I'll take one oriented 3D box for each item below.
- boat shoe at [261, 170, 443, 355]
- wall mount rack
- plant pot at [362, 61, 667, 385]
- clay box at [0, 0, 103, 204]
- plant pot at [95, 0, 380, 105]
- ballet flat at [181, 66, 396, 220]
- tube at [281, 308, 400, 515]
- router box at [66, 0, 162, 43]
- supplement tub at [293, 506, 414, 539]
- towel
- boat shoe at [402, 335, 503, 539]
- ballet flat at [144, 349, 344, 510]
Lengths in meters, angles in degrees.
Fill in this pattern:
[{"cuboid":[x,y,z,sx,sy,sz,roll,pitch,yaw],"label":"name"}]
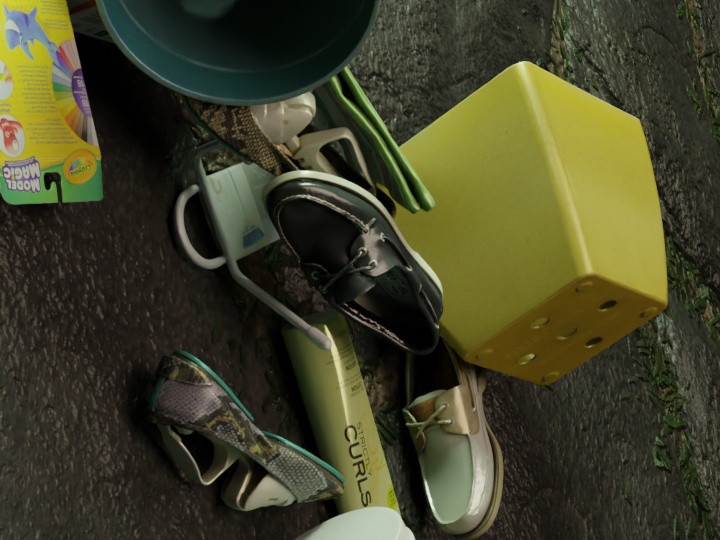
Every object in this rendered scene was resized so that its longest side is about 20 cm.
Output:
[{"cuboid":[-0.002,0.001,1.801,0.199,0.074,0.066,48,26,-44],"label":"boat shoe"},{"cuboid":[-0.052,-0.030,1.871,0.200,0.074,0.175,-28,100,-57],"label":"wall mount rack"},{"cuboid":[0.139,-0.022,2.003,0.200,0.199,0.177,19,43,-52],"label":"plant pot"},{"cuboid":[-0.241,-0.139,1.658,0.115,0.047,0.202,-4,81,-57],"label":"clay box"},{"cuboid":[-0.084,-0.253,1.742,0.200,0.199,0.189,51,23,-31],"label":"plant pot"},{"cuboid":[-0.042,-0.093,1.792,0.200,0.075,0.068,44,41,-33],"label":"ballet flat"},{"cuboid":[-0.008,0.131,1.895,0.058,0.052,0.201,-18,98,-15],"label":"tube"},{"cuboid":[-0.159,-0.255,1.835,0.199,0.049,0.181,12,66,-54],"label":"router box"},{"cuboid":[0.019,0.289,1.773,0.201,0.145,0.146,62,34,-17],"label":"supplement tub"},{"cuboid":[-0.011,-0.119,1.869,0.150,0.031,0.200,55,-2,-17],"label":"towel"},{"cuboid":[0.066,0.123,1.994,0.068,0.074,0.201,34,39,-43],"label":"boat shoe"},{"cuboid":[-0.090,0.133,1.765,0.200,0.072,0.072,42,44,-39],"label":"ballet flat"}]
